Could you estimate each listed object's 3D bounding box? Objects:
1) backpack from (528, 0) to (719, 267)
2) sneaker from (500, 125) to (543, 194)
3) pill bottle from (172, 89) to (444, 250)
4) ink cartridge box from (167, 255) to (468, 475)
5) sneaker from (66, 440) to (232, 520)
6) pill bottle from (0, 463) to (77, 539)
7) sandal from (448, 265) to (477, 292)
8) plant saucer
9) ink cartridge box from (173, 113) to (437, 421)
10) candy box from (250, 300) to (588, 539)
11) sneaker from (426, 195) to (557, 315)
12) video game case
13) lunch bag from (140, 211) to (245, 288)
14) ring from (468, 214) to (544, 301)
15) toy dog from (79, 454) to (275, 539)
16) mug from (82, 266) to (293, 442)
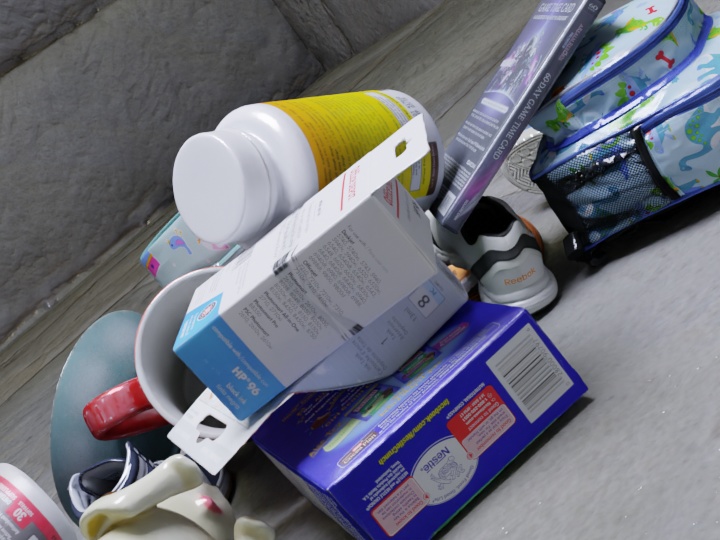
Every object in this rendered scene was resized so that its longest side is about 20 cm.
[{"bbox_3d":[0.231,-0.129,0.961,0.200,0.147,0.183,-24,21,32],"label":"backpack"},{"bbox_3d":[0.227,-0.142,1.158,0.200,0.077,0.111,-23,24,32],"label":"sneaker"},{"bbox_3d":[-0.037,-0.073,0.931,0.200,0.109,0.109,-15,-6,-46],"label":"pill bottle"},{"bbox_3d":[-0.034,0.068,0.866,0.200,0.047,0.160,-45,15,-13],"label":"ink cartridge box"},{"bbox_3d":[-0.169,0.173,1.018,0.070,0.109,0.200,-34,14,14],"label":"sneaker"},{"bbox_3d":[-0.369,0.282,1.158,0.200,0.111,0.111,-44,15,-28],"label":"pill bottle"},{"bbox_3d":[0.015,0.034,1.141,0.207,0.059,0.079,-36,13,5],"label":"sandal"},{"bbox_3d":[-0.200,0.136,1.115,0.039,0.201,0.201,3,31,23],"label":"plant saucer"},{"bbox_3d":[-0.017,-0.005,0.806,0.200,0.068,0.116,-38,15,12],"label":"ink cartridge box"},{"bbox_3d":[0.030,0.097,0.848,0.169,0.077,0.200,-41,15,-12],"label":"candy box"},{"bbox_3d":[0.099,-0.036,1.025,0.074,0.080,0.200,-27,27,-7],"label":"sneaker"},{"bbox_3d":[0.112,-0.128,0.982,0.200,0.019,0.143,-57,10,8],"label":"video game case"},{"bbox_3d":[-0.087,-0.044,1.102,0.160,0.077,0.200,-35,-1,40],"label":"lunch bag"},{"bbox_3d":[0.060,-0.003,1.093,0.200,0.019,0.201,-17,28,10],"label":"ring"},{"bbox_3d":[-0.132,0.212,0.802,0.194,0.139,0.200,-61,4,21],"label":"toy dog"},{"bbox_3d":[-0.130,0.081,1.045,0.177,0.134,0.200,3,-12,-2],"label":"mug"}]
